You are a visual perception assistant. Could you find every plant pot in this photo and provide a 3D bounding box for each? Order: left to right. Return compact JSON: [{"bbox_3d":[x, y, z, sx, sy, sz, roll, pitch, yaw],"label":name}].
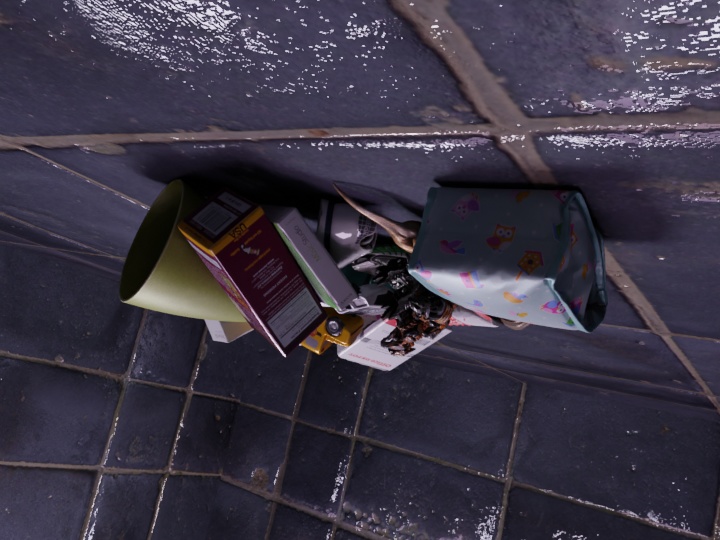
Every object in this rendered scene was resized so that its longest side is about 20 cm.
[{"bbox_3d":[-0.222,-0.003,1.012,0.198,0.190,0.186,28,164,-30],"label":"plant pot"}]

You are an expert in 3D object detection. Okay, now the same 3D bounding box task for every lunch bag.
[{"bbox_3d":[0.172,-0.004,0.748,0.168,0.124,0.200,6,161,34],"label":"lunch bag"}]

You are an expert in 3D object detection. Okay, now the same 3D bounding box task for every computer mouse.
[{"bbox_3d":[-0.006,0.043,1.076,0.108,0.045,0.199,-16,167,32],"label":"computer mouse"}]

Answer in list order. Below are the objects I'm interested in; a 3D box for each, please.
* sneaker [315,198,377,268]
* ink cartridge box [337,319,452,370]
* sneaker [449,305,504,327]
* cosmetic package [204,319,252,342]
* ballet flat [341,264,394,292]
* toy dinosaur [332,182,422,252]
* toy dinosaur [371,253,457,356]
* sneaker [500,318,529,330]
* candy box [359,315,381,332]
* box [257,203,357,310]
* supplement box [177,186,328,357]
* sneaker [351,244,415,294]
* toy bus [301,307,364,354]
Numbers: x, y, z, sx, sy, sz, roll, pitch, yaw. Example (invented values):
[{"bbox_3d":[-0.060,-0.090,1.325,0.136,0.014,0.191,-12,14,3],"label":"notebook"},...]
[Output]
[{"bbox_3d":[-0.017,-0.040,0.951,0.079,0.078,0.200,4,171,1],"label":"sneaker"},{"bbox_3d":[0.062,0.111,1.364,0.143,0.085,0.199,20,138,-32],"label":"ink cartridge box"},{"bbox_3d":[0.146,0.070,1.180,0.198,0.068,0.109,22,128,-17],"label":"sneaker"},{"bbox_3d":[-0.257,0.022,1.226,0.080,0.203,0.112,-24,-175,-25],"label":"cosmetic package"},{"bbox_3d":[0.000,0.000,1.162,0.070,0.072,0.198,3,165,45],"label":"ballet flat"},{"bbox_3d":[0.058,-0.045,0.848,0.105,0.062,0.199,7,167,41],"label":"toy dinosaur"},{"bbox_3d":[0.092,0.042,1.009,0.134,0.202,0.102,28,-172,-30],"label":"toy dinosaur"},{"bbox_3d":[0.256,0.040,1.065,0.075,0.071,0.200,34,163,-7],"label":"sneaker"},{"bbox_3d":[-0.054,0.048,1.285,0.138,0.061,0.199,60,158,-10],"label":"candy box"},{"bbox_3d":[-0.091,-0.024,0.942,0.145,0.036,0.199,55,166,-20],"label":"box"},{"bbox_3d":[-0.139,0.003,0.907,0.110,0.085,0.202,30,155,49],"label":"supplement box"},{"bbox_3d":[0.075,0.013,1.059,0.197,0.087,0.078,18,169,-17],"label":"sneaker"},{"bbox_3d":[-0.096,0.074,1.139,0.198,0.079,0.065,27,-157,15],"label":"toy bus"}]
